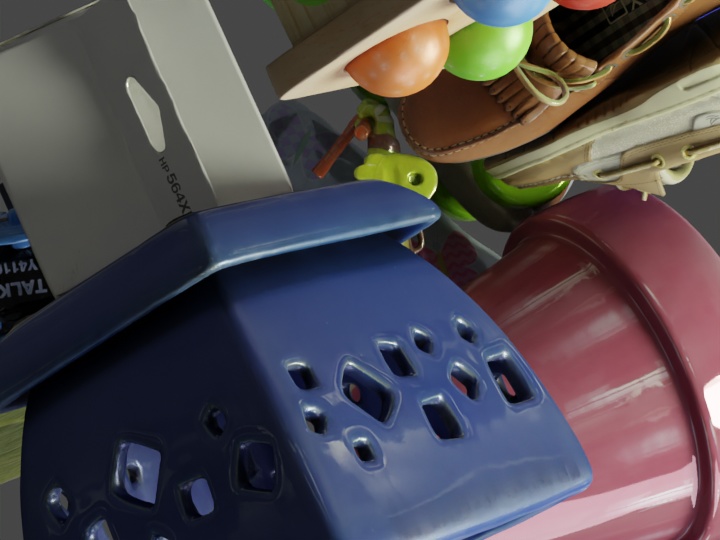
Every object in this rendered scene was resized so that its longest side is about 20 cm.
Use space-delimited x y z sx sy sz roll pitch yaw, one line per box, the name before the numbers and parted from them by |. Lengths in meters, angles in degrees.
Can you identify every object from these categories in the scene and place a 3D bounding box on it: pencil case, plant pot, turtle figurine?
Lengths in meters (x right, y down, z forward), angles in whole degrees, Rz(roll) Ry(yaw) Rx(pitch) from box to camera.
pencil case | 0.003 -0.013 1.504 0.091 0.200 0.083 -50 167 -16
plant pot | 0.096 0.076 1.360 0.179 0.200 0.200 -23 172 -22
turtle figurine | 0.000 0.000 1.346 0.064 0.200 0.161 21 171 -9
plant pot | -0.045 0.071 1.187 0.200 0.180 0.200 -31 168 37

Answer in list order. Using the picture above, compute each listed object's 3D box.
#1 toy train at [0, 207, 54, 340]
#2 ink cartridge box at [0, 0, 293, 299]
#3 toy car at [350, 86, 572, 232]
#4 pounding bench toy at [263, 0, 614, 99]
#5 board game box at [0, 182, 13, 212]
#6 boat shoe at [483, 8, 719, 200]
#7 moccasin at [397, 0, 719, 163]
toy train | -0.178 0.002 1.431 0.200 0.087 0.114 -9 -170 1
ink cartridge box | -0.113 -0.055 1.272 0.125 0.129 0.200 -25 172 -5
toy car | 0.110 -0.134 1.456 0.200 0.158 0.164 -36 -176 -9
pounding bench toy | -0.003 -0.134 0.958 0.200 0.156 0.124 -30 171 38
board game box | -0.132 -0.055 1.579 0.135 0.035 0.200 -26 173 5
boat shoe | 0.142 -0.070 1.286 0.200 0.066 0.074 -20 -153 52
moccasin | 0.100 -0.114 1.234 0.201 0.074 0.078 -25 168 25
